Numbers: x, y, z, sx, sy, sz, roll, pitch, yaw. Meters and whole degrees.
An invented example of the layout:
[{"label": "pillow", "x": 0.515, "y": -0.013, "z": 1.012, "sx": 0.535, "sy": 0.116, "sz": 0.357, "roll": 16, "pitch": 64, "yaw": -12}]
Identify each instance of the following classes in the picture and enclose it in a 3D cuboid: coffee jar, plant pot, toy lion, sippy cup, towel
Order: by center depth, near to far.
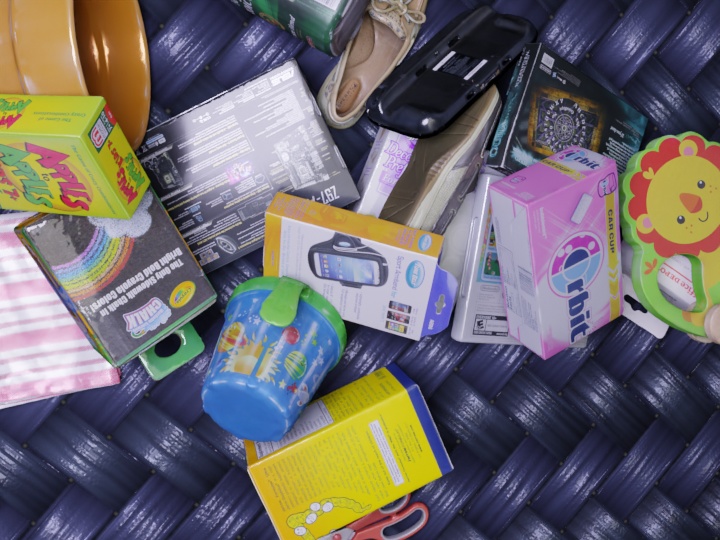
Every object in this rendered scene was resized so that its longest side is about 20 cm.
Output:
[{"label": "plant pot", "x": -0.317, "y": -0.202, "z": 0.818, "sx": 0.182, "sy": 0.200, "sz": 0.202, "roll": -4, "pitch": 98, "yaw": 5}, {"label": "coffee jar", "x": -0.091, "y": -0.297, "z": 0.865, "sx": 0.199, "sy": 0.104, "sz": 0.086, "roll": 31, "pitch": 94, "yaw": 5}, {"label": "sippy cup", "x": -0.096, "y": 0.098, "z": 0.892, "sx": 0.139, "sy": 0.131, "sz": 0.179, "roll": -7, "pitch": 128, "yaw": 26}, {"label": "towel", "x": -0.342, "y": 0.037, "z": 0.916, "sx": 0.145, "sy": 0.030, "sz": 0.202, "roll": -11, "pitch": 99, "yaw": -11}, {"label": "toy lion", "x": 0.361, "y": -0.042, "z": 0.961, "sx": 0.191, "sy": 0.069, "sz": 0.201, "roll": 25, "pitch": 88, "yaw": -6}]

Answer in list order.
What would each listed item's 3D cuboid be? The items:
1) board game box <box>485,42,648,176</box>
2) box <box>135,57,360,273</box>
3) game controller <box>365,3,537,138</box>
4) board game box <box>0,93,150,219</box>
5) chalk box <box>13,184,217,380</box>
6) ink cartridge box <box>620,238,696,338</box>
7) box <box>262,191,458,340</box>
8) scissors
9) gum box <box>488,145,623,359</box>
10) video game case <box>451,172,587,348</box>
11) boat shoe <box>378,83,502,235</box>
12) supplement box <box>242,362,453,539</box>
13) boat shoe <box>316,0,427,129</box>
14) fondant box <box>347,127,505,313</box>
[{"label": "board game box", "x": 0.229, "y": -0.141, "z": 0.947, "sx": 0.199, "sy": 0.028, "sz": 0.136, "roll": 21, "pitch": 87, "yaw": -36}, {"label": "box", "x": -0.121, "y": -0.107, "z": 0.917, "sx": 0.199, "sy": 0.044, "sz": 0.161, "roll": -26, "pitch": 101, "yaw": 3}, {"label": "game controller", "x": 0.097, "y": -0.210, "z": 0.917, "sx": 0.200, "sy": 0.104, "sz": 0.042, "roll": -45, "pitch": 146, "yaw": -21}, {"label": "board game box", "x": -0.296, "y": -0.101, "z": 0.757, "sx": 0.198, "sy": 0.102, "sz": 0.048, "roll": 6, "pitch": 54, "yaw": 18}, {"label": "chalk box", "x": -0.234, "y": 0.011, "z": 0.873, "sx": 0.124, "sy": 0.124, "sz": 0.201, "roll": -34, "pitch": 108, "yaw": -20}, {"label": "ink cartridge box", "x": 0.379, "y": -0.026, "z": 1.027, "sx": 0.116, "sy": 0.067, "sz": 0.201, "roll": 31, "pitch": 87, "yaw": -14}, {"label": "box", "x": 0.000, "y": 0.000, "z": 0.883, "sx": 0.198, "sy": 0.042, "sz": 0.120, "roll": 14, "pitch": 134, "yaw": 6}, {"label": "scissors", "x": -0.014, "y": 0.316, "z": 1.025, "sx": 0.199, "sy": 0.014, "sz": 0.074, "roll": -29, "pitch": 104, "yaw": -8}, {"label": "gum box", "x": 0.209, "y": -0.013, "z": 0.915, "sx": 0.113, "sy": 0.066, "sz": 0.201, "roll": -25, "pitch": 123, "yaw": -19}, {"label": "video game case", "x": 0.198, "y": -0.006, "z": 0.988, "sx": 0.199, "sy": 0.024, "sz": 0.184, "roll": 6, "pitch": 96, "yaw": -33}, {"label": "boat shoe", "x": 0.090, "y": -0.102, "z": 0.911, "sx": 0.066, "sy": 0.072, "sz": 0.202, "roll": 38, "pitch": 80, "yaw": -38}, {"label": "supplement box", "x": -0.018, "y": 0.201, "z": 0.961, "sx": 0.199, "sy": 0.109, "sz": 0.110, "roll": -25, "pitch": 101, "yaw": -7}, {"label": "boat shoe", "x": 0.020, "y": -0.243, "z": 0.935, "sx": 0.073, "sy": 0.063, "sz": 0.201, "roll": 25, "pitch": 92, "yaw": -13}, {"label": "fondant box", "x": 0.061, "y": -0.056, "z": 0.970, "sx": 0.143, "sy": 0.058, "sz": 0.201, "roll": 21, "pitch": 92, "yaw": -13}]
